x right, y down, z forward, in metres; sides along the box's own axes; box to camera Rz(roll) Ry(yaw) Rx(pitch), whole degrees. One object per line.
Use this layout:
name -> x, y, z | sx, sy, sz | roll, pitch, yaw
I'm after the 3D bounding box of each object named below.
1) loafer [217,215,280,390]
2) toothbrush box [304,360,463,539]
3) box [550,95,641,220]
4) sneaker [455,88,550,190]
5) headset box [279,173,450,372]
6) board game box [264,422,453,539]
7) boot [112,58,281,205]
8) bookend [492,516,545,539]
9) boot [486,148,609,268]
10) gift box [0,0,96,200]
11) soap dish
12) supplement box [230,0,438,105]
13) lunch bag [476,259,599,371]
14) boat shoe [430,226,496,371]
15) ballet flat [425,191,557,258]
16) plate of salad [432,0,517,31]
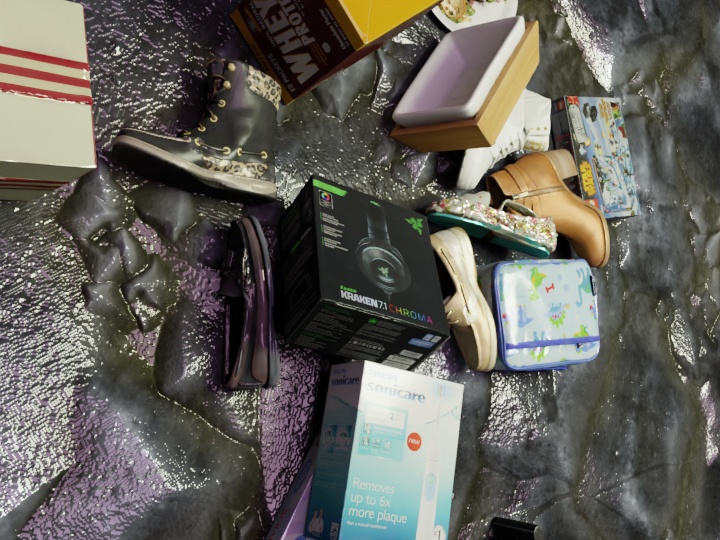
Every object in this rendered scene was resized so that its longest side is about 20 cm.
loafer -> -0.135, 0.038, 0.858 | 0.062, 0.072, 0.202 | -7, 88, -27
toothbrush box -> 0.031, 0.218, 0.868 | 0.145, 0.085, 0.202 | 18, 71, -27
box -> 0.382, -0.181, 1.219 | 0.136, 0.040, 0.202 | -6, 85, -33
sneaker -> 0.215, -0.187, 1.080 | 0.115, 0.074, 0.201 | 22, 68, 3
headset box -> 0.000, 0.000, 0.892 | 0.173, 0.093, 0.201 | 18, 45, -27
board game box -> -0.004, 0.315, 0.905 | 0.199, 0.041, 0.201 | 38, 65, -20
boot -> -0.177, -0.169, 0.863 | 0.199, 0.073, 0.152 | 14, 76, -32
bookend -> 0.181, 0.466, 0.962 | 0.199, 0.092, 0.200 | -31, 97, -29
boot -> 0.277, -0.077, 1.123 | 0.154, 0.074, 0.201 | -20, 82, -27
gift box -> -0.373, -0.148, 0.684 | 0.186, 0.199, 0.186 | -1, 78, -46
soap dish -> 0.148, -0.250, 1.030 | 0.081, 0.157, 0.201 | 48, 61, -34
supplement box -> -0.015, -0.332, 0.911 | 0.197, 0.200, 0.133 | -39, 102, -30
lunch bag -> 0.254, 0.066, 1.080 | 0.198, 0.082, 0.162 | 1, 84, -30
boat shoe -> 0.126, 0.044, 1.015 | 0.069, 0.074, 0.202 | -11, 81, -27
ballet flat -> 0.186, -0.073, 1.054 | 0.198, 0.076, 0.064 | 18, 75, -13
plate of salad -> 0.169, -0.446, 1.131 | 0.199, 0.048, 0.202 | 6, 78, -30
